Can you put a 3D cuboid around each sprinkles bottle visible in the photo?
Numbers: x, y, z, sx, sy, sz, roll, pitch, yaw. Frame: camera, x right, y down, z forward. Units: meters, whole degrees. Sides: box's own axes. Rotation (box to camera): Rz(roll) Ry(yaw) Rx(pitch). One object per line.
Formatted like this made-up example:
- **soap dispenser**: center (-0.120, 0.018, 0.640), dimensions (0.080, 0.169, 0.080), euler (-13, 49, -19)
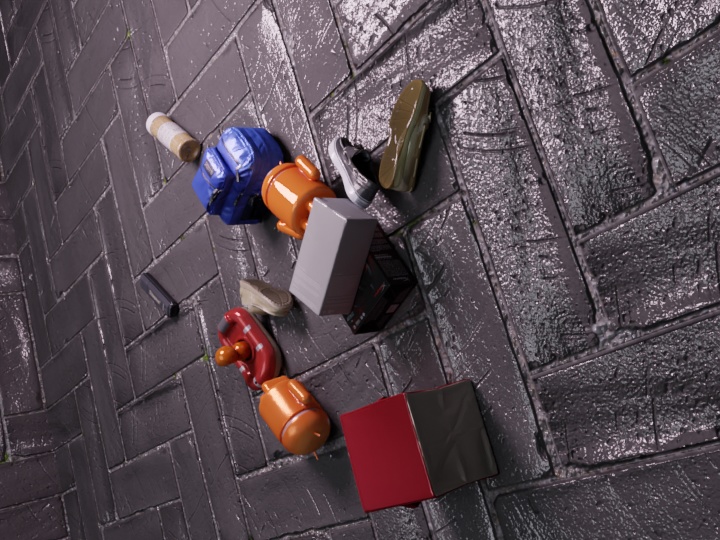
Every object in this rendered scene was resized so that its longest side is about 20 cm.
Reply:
- **sprinkles bottle**: center (-0.500, -0.357, 2.043), dimensions (0.200, 0.068, 0.068), euler (39, 122, 40)

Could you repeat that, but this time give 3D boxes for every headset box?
- **headset box**: center (0.000, 0.000, 1.488), dimensions (0.149, 0.075, 0.200), euler (-55, 54, 36)

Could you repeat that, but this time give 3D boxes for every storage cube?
- **storage cube**: center (0.101, 0.304, 1.327), dimensions (0.180, 0.171, 0.200), euler (-31, 70, 45)

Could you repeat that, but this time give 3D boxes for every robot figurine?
- **robot figurine**: center (-0.128, -0.146, 1.581), dimensions (0.200, 0.117, 0.144), euler (41, 161, 39)
- **robot figurine**: center (-0.141, 0.316, 1.652), dimensions (0.144, 0.117, 0.200), euler (-51, 51, 5)

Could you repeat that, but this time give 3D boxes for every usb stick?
- **usb stick**: center (-0.581, 0.069, 2.203), dimensions (0.200, 0.033, 0.056), euler (36, 119, 41)

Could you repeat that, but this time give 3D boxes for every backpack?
- **backpack**: center (-0.269, -0.217, 1.717), dimensions (0.163, 0.168, 0.200), euler (52, 126, 24)

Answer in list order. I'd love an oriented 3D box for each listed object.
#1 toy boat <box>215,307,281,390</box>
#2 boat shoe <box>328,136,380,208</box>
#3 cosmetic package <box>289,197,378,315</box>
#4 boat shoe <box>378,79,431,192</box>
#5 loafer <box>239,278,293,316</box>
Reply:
- **toy boat**: center (-0.278, 0.190, 1.774), dimensions (0.200, 0.131, 0.131), euler (52, 131, 16)
- **boat shoe**: center (-0.006, -0.203, 1.463), dimensions (0.066, 0.070, 0.200), euler (-48, 36, 26)
- **cosmetic package**: center (-0.052, -0.027, 1.425), dimensions (0.107, 0.090, 0.200), euler (39, 118, 40)
- **boat shoe**: center (0.091, -0.242, 1.385), dimensions (0.073, 0.063, 0.201), euler (31, 110, 57)
- **loafer**: center (-0.216, 0.072, 1.753), dimensions (0.200, 0.076, 0.068), euler (27, 115, 55)
